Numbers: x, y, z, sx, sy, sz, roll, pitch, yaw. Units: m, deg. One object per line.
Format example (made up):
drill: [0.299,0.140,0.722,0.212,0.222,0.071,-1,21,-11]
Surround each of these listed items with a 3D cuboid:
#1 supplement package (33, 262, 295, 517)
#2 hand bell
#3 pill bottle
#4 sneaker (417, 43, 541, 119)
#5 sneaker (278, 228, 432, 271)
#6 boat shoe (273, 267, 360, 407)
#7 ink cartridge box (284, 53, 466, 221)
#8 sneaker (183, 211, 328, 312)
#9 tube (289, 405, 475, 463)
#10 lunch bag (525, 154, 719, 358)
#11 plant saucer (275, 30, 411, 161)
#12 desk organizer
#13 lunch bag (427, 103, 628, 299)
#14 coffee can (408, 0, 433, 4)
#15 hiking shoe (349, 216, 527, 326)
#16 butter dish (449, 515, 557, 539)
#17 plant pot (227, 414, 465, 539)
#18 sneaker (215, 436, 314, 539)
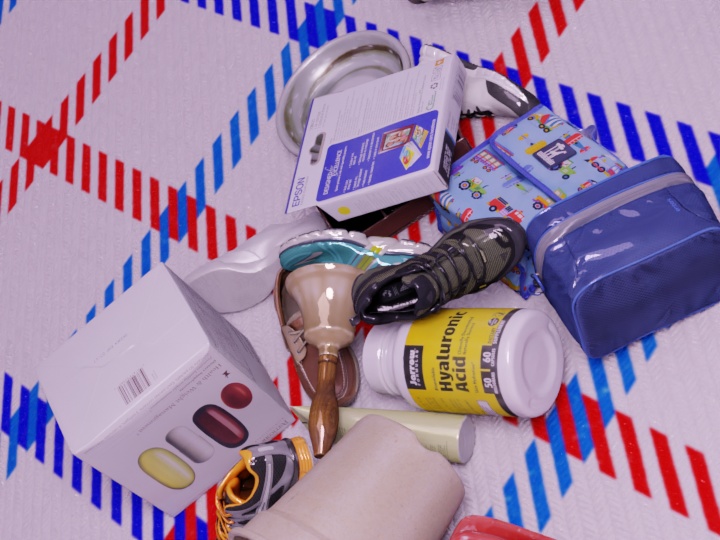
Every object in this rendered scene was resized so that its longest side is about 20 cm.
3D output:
supplement package: [-0.218,0.139,1.431,0.191,0.200,0.147,-39,50,3]
hand bell: [-0.035,0.104,1.354,0.103,0.104,0.201,-11,59,23]
pill bottle: [0.103,0.095,1.330,0.199,0.111,0.112,-2,59,40]
sneaker: [0.137,-0.211,1.549,0.200,0.074,0.080,29,92,43]
sneaker: [0.000,0.000,1.453,0.198,0.078,0.080,8,74,8]
boat shoe: [-0.060,0.076,1.464,0.075,0.072,0.201,-32,50,8]
ink cartridge box: [0.020,-0.150,1.477,0.199,0.047,0.199,-16,45,30]
sneaker: [-0.129,-0.015,1.574,0.199,0.075,0.089,-20,40,10]
tube: [0.023,0.171,1.361,0.199,0.052,0.058,1,106,26]
lunch bag: [0.264,-0.016,1.290,0.199,0.136,0.133,-24,50,-1]
plant saucer: [-0.015,-0.217,1.636,0.199,0.050,0.201,-17,52,24]
desk organizer: [0.044,-0.104,1.517,0.199,0.077,0.072,-33,50,7]
lunch bag: [0.199,-0.092,1.427,0.200,0.094,0.150,-40,54,-12]
coffee can: [0.154,-0.424,1.615,0.199,0.146,0.147,1,61,29]
hiking shoe: [0.083,0.012,1.299,0.199,0.076,0.101,-26,15,11]
butter dish: [0.121,0.320,1.160,0.198,0.148,0.201,14,68,34]
plant pot: [0.002,0.253,1.257,0.200,0.201,0.184,22,62,37]
sneaker: [-0.123,0.253,1.348,0.078,0.077,0.201,54,126,44]
